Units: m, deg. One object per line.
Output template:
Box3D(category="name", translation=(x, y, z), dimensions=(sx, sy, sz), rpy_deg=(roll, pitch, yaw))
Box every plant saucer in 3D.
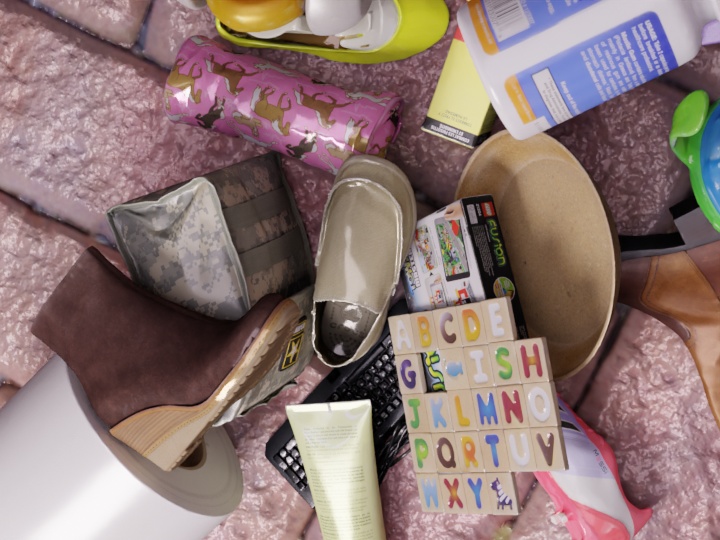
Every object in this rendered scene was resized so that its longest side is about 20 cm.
Box3D(category="plant saucer", translation=(0.143, -0.013, 1.169), dimensions=(0.200, 0.035, 0.202), rpy_deg=(19, 113, 55))

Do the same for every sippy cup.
Box3D(category="sippy cup", translation=(0.330, -0.089, 1.098), dimensions=(0.177, 0.130, 0.140), rpy_deg=(-21, 86, -14))

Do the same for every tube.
Box3D(category="tube", translation=(-0.009, 0.205, 1.280), dimensions=(0.058, 0.052, 0.201), rpy_deg=(-18, 107, -22))

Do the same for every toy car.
Box3D(category="toy car", translation=(-0.064, -0.290, 1.163), dimensions=(0.174, 0.201, 0.150), rpy_deg=(13, 146, 14))

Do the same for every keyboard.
Box3D(category="keyboard", translation=(0.007, 0.127, 1.287), dimensions=(0.104, 0.040, 0.200), rpy_deg=(43, 107, 6))

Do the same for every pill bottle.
Box3D(category="pill bottle", translation=(0.181, -0.186, 1.089), dimensions=(0.199, 0.112, 0.113), rpy_deg=(-24, 92, 13))

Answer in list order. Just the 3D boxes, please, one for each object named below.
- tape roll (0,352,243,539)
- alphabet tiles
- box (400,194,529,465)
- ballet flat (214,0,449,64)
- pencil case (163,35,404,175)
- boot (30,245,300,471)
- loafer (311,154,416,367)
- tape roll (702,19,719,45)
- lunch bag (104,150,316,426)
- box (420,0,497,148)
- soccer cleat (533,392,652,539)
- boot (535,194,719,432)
Box3D(category="tape roll", translation=(-0.217, 0.169, 1.267), dimensions=(0.139, 0.203, 0.203), rpy_deg=(-43, 86, 17))
Box3D(category="alphabet tiles", translation=(0.091, 0.110, 1.175), dimensions=(0.200, 0.008, 0.168), rpy_deg=(-13, 86, 58))
Box3D(category="box", translation=(0.088, 0.050, 1.205), dimensions=(0.110, 0.035, 0.201), rpy_deg=(-25, 77, 57))
Box3D(category="ballet flat", translation=(-0.028, -0.205, 1.232), dimensions=(0.198, 0.067, 0.067), rpy_deg=(3, 100, 14))
Box3D(category="pencil case", translation=(-0.066, -0.136, 1.240), dimensions=(0.199, 0.087, 0.083), rpy_deg=(18, 66, 12))
Box3D(category="boot", translation=(-0.154, 0.043, 1.129), dimensions=(0.166, 0.072, 0.200), rpy_deg=(47, 120, 6))
Box3D(category="loafer", translation=(0.000, 0.000, 1.212), dimensions=(0.075, 0.068, 0.201), rpy_deg=(11, 126, 7))
Box3D(category="tape roll", translation=(0.260, -0.275, 1.148), dimensions=(0.199, 0.066, 0.202), rpy_deg=(2, 98, 14))
Box3D(category="lunch bag", translation=(-0.104, 0.017, 1.234), dimensions=(0.117, 0.164, 0.201), rpy_deg=(-16, 95, 21))
Box3D(category="box", translation=(0.109, -0.201, 1.194), dimensions=(0.050, 0.075, 0.201), rpy_deg=(22, 104, 10))
Box3D(category="soccer cleat", translation=(0.168, 0.143, 1.243), dimensions=(0.076, 0.067, 0.201), rpy_deg=(-28, 84, -15))
Box3D(category="boot", translation=(0.263, 0.055, 1.212), dimensions=(0.187, 0.069, 0.201), rpy_deg=(-28, 100, 12))
